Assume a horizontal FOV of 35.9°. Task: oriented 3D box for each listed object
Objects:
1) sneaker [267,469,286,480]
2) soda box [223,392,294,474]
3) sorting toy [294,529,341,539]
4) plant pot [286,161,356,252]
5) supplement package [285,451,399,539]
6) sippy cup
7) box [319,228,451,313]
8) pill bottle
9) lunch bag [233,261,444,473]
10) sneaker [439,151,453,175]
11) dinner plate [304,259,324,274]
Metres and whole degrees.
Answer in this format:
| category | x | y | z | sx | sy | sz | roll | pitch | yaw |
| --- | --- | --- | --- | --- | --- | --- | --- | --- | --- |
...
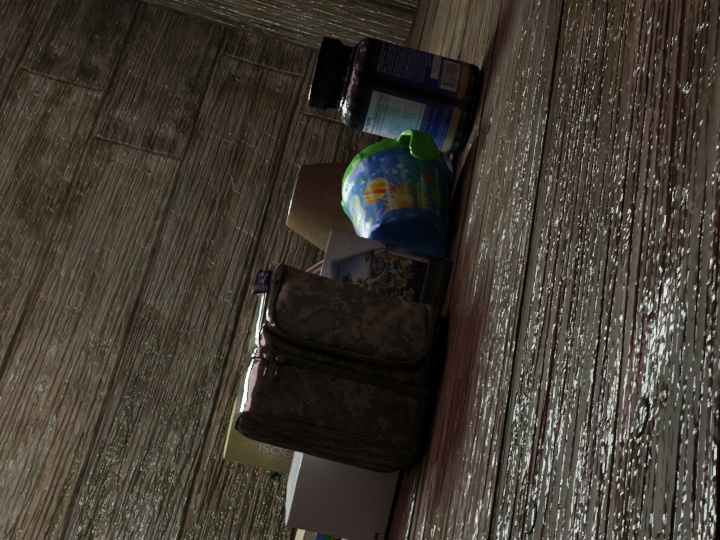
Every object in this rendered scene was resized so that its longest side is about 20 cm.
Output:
| category | x | y | z | sx | sy | sz | roll | pitch | yaw |
| --- | --- | --- | --- | --- | --- | --- | --- | --- | --- |
| sneaker | -0.046 | 0.219 | 1.485 | 0.199 | 0.085 | 0.078 | -41 | 11 | 14 |
| soda box | -0.070 | 0.216 | 1.407 | 0.064 | 0.197 | 0.069 | -84 | 9 | -57 |
| sorting toy | -0.064 | 0.420 | 1.631 | 0.199 | 0.068 | 0.203 | -84 | 8 | -72 |
| plant pot | -0.007 | -0.089 | 1.686 | 0.187 | 0.197 | 0.190 | -165 | 90 | -87 |
| supplement package | -0.020 | 0.226 | 1.264 | 0.200 | 0.112 | 0.111 | -159 | 82 | -86 |
| sippy cup | 0.048 | -0.062 | 1.286 | 0.131 | 0.138 | 0.179 | -97 | -16 | -53 |
| box | 0.009 | 0.070 | 1.196 | 0.038 | 0.134 | 0.203 | 142 | 142 | -86 |
| pill bottle | 0.040 | -0.219 | 1.359 | 0.112 | 0.197 | 0.114 | -166 | 90 | -87 |
| lunch bag | -0.024 | 0.094 | 1.112 | 0.140 | 0.197 | 0.170 | 114 | 169 | -68 |
| sneaker | 0.085 | -0.146 | 1.446 | 0.087 | 0.074 | 0.202 | 99 | -178 | -47 |
| dinner plate | 0.000 | 0.000 | 1.457 | 0.200 | 0.197 | 0.025 | -85 | -24 | -73 |
